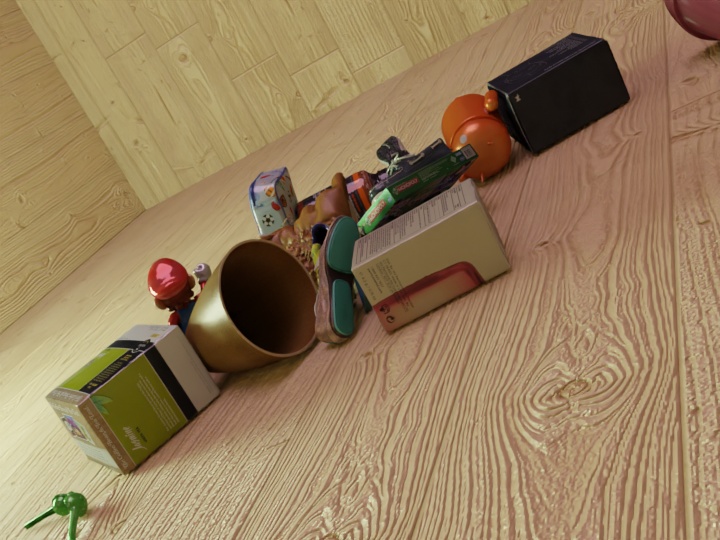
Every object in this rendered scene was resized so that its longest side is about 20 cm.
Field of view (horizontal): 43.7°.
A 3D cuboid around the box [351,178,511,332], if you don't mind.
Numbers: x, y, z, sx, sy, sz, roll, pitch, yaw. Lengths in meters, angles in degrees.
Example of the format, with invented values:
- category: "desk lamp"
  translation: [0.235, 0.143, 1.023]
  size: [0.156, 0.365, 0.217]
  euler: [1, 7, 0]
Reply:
- category: "box"
  translation: [0.097, -0.022, 1.257]
  size: [0.197, 0.110, 0.128]
  euler: [-28, 16, 12]

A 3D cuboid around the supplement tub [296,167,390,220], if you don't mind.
- category: "supplement tub"
  translation: [-0.021, -0.127, 1.769]
  size: [0.197, 0.109, 0.107]
  euler: [-25, 17, 9]

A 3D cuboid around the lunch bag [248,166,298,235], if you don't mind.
- category: "lunch bag"
  translation: [-0.155, -0.096, 1.781]
  size: [0.074, 0.204, 0.161]
  euler: [-13, 19, 9]

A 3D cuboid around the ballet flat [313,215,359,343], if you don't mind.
- category: "ballet flat"
  translation: [-0.043, 0.014, 1.348]
  size: [0.067, 0.067, 0.204]
  euler: [-28, 48, 46]

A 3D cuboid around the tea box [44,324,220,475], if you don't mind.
- category: "tea box"
  translation: [-0.361, 0.195, 1.413]
  size: [0.196, 0.135, 0.198]
  euler: [-39, 18, -28]

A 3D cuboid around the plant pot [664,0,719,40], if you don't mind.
- category: "plant pot"
  translation: [0.617, -0.457, 1.465]
  size: [0.197, 0.201, 0.181]
  euler: [-27, 32, 14]

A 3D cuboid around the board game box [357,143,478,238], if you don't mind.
- category: "board game box"
  translation: [0.089, -0.124, 1.446]
  size: [0.198, 0.029, 0.135]
  euler: [-30, -10, -35]

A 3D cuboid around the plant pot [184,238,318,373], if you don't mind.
- category: "plant pot"
  translation: [-0.191, 0.080, 1.402]
  size: [0.199, 0.187, 0.187]
  euler: [-34, 10, 42]

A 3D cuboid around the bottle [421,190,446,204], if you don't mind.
- category: "bottle"
  translation: [0.095, -0.058, 1.440]
  size: [0.200, 0.066, 0.083]
  euler: [-44, 15, -35]

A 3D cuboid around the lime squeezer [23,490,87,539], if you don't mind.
- category: "lime squeezer"
  translation: [-0.422, 0.349, 1.276]
  size: [0.198, 0.037, 0.072]
  euler: [-8, 59, 52]

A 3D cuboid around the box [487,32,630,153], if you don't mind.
- category: "box"
  translation: [0.356, -0.329, 1.646]
  size: [0.197, 0.126, 0.197]
  euler: [-29, 15, 6]

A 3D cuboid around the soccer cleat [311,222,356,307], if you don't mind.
- category: "soccer cleat"
  translation: [-0.053, 0.003, 1.434]
  size: [0.064, 0.084, 0.202]
  euler: [-32, 36, 20]

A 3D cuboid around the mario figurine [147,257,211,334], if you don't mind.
- category: "mario figurine"
  translation: [-0.297, 0.067, 1.544]
  size: [0.104, 0.203, 0.124]
  euler: [-18, 20, 33]

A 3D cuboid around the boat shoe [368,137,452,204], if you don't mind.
- category: "boat shoe"
  translation: [0.082, -0.166, 1.499]
  size: [0.198, 0.062, 0.075]
  euler: [-32, -9, -29]

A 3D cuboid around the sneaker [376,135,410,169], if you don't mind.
- category: "sneaker"
  translation: [0.094, -0.210, 1.874]
  size: [0.074, 0.079, 0.202]
  euler: [-43, 30, 17]

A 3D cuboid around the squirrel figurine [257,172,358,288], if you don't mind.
- category: "squirrel figurine"
  translation: [-0.094, -0.053, 1.617]
  size: [0.183, 0.144, 0.201]
  euler: [-19, 26, 11]

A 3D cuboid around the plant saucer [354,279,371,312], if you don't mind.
- category: "plant saucer"
  translation: [0.000, 0.000, 1.442]
  size: [0.018, 0.072, 0.200]
  euler: [-7, 18, -6]

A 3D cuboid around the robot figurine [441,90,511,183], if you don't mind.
- category: "robot figurine"
  translation: [0.211, -0.247, 1.641]
  size: [0.142, 0.117, 0.202]
  euler: [-34, 33, 17]
